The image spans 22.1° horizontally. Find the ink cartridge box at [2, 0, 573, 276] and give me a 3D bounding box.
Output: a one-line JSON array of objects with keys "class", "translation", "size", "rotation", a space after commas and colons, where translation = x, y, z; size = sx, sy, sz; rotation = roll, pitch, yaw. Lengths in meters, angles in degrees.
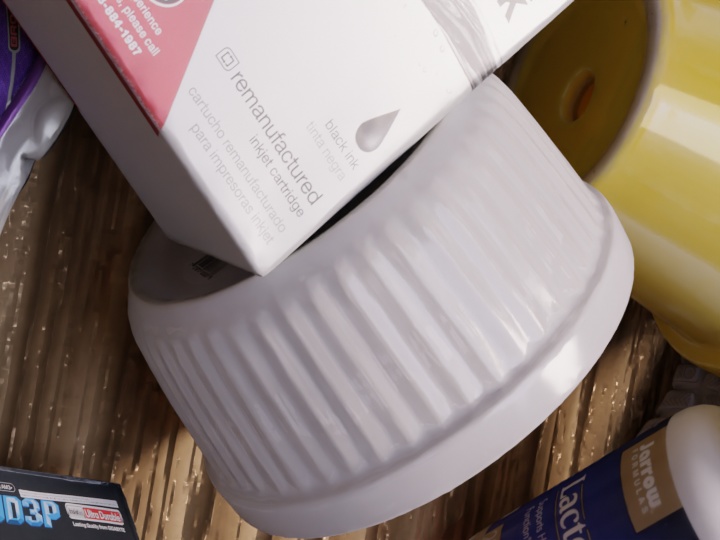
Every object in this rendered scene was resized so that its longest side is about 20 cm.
[{"class": "ink cartridge box", "translation": [-0.017, -0.120, 0.674], "size": [0.200, 0.084, 0.145], "rotation": [-42, 119, -17]}]

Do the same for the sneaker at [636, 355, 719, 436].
[{"class": "sneaker", "translation": [0.214, 0.102, 1.021], "size": [0.112, 0.077, 0.201], "rotation": [36, 74, -38]}]

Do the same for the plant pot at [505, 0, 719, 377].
[{"class": "plant pot", "translation": [0.175, -0.056, 0.896], "size": [0.188, 0.200, 0.202], "rotation": [20, 84, -25]}]

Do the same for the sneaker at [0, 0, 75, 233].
[{"class": "sneaker", "translation": [-0.175, -0.025, 0.678], "size": [0.083, 0.080, 0.201], "rotation": [31, 67, -26]}]

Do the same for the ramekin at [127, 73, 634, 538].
[{"class": "ramekin", "translation": [0.000, 0.000, 0.743], "size": [0.200, 0.200, 0.105], "rotation": [-47, 116, -24]}]

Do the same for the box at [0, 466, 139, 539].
[{"class": "box", "translation": [-0.133, 0.146, 0.653], "size": [0.200, 0.046, 0.160], "rotation": [20, 41, -59]}]

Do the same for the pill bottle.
[{"class": "pill bottle", "translation": [0.151, 0.135, 0.881], "size": [0.116, 0.200, 0.116], "rotation": [39, 30, -28]}]
